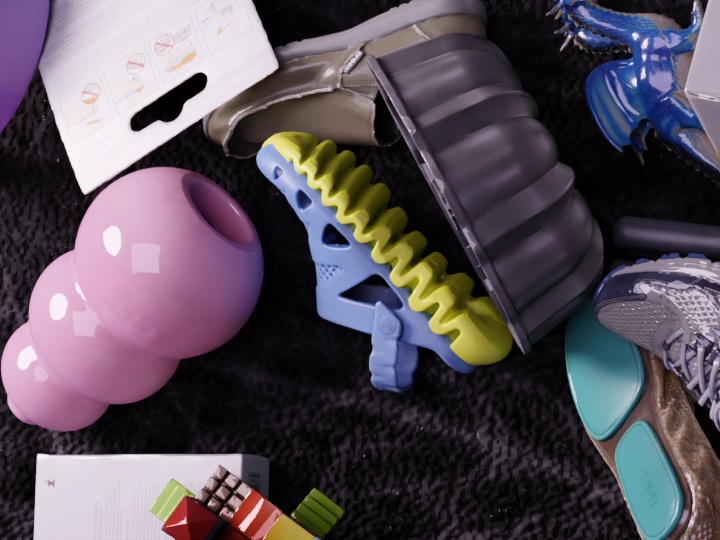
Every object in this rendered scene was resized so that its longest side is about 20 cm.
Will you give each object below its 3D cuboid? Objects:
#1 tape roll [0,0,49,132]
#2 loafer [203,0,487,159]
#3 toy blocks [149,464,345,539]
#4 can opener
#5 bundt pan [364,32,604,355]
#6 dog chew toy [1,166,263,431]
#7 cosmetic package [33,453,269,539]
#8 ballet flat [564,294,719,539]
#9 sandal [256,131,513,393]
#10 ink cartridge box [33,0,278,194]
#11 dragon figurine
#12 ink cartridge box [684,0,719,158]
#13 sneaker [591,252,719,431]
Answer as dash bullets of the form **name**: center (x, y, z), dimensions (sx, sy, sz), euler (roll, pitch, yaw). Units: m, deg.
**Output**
- **tape roll**: center (-0.299, -0.167, 1.719), dimensions (0.199, 0.065, 0.202), euler (-15, 68, 40)
- **loafer**: center (-0.008, -0.111, 1.615), dimensions (0.199, 0.075, 0.070), euler (-22, 71, 19)
- **toy blocks**: center (-0.040, 0.182, 1.523), dimensions (0.200, 0.137, 0.100), euler (37, 85, 5)
- **can opener**: center (0.241, 0.000, 1.496), dimensions (0.198, 0.067, 0.054), euler (7, 82, 17)
- **bundt pan**: center (0.081, -0.056, 1.510), dimensions (0.075, 0.202, 0.203), euler (-29, 72, 1)
- **dog chew toy**: center (-0.155, 0.027, 1.639), dimensions (0.200, 0.124, 0.125), euler (-43, 69, 20)
- **cosmetic package**: center (-0.137, 0.219, 1.639), dimensions (0.150, 0.052, 0.202), euler (-1, 82, 20)
- **ballet flat**: center (0.175, 0.095, 1.507), dimensions (0.071, 0.065, 0.201), euler (-50, 36, 31)
- **sandal**: center (0.000, 0.000, 1.585), dimensions (0.087, 0.079, 0.200), euler (-44, 81, 22)
- **ink cartridge box**: center (-0.136, -0.161, 1.668), dimensions (0.160, 0.047, 0.201), euler (-32, 59, 16)
- **dragon figurine**: center (0.174, -0.101, 1.544), dimensions (0.099, 0.059, 0.201), euler (-18, 76, 20)
- **ink cartridge box**: center (0.284, -0.112, 1.407), dimensions (0.145, 0.200, 0.148), euler (10, 73, 24)
- **sneaker**: center (0.222, 0.057, 1.458), dimensions (0.199, 0.077, 0.086), euler (20, 59, 11)
